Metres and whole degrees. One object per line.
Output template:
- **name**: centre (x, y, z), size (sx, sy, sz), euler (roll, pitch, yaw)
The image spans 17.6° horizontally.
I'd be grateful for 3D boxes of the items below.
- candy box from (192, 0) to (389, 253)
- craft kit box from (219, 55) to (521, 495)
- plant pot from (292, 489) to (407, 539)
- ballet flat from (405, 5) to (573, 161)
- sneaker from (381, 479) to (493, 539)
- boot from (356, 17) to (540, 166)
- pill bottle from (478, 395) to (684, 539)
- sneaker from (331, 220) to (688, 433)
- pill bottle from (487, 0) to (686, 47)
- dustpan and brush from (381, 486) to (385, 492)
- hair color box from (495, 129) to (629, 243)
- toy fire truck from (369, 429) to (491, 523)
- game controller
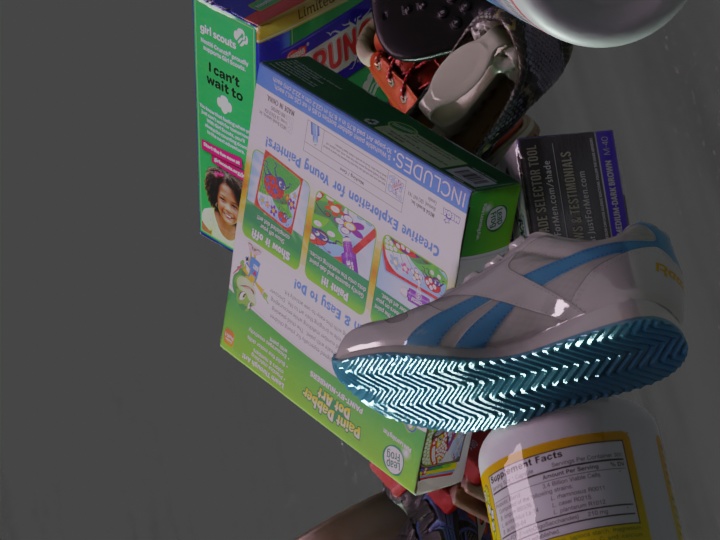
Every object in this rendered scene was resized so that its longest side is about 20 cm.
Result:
- **candy box**: centre (-0.037, -0.129, 1.668), size (0.077, 0.169, 0.201), euler (26, 132, 35)
- **craft kit box**: centre (0.000, 0.000, 1.388), size (0.200, 0.048, 0.198), euler (35, 122, 41)
- **plant pot**: centre (0.045, 0.249, 1.621), size (0.174, 0.199, 0.200), euler (64, 165, 14)
- **ballet flat**: centre (0.047, -0.084, 1.401), size (0.201, 0.072, 0.072), euler (-52, 33, 26)
- **sneaker**: centre (0.066, 0.166, 1.502), size (0.075, 0.078, 0.201), euler (128, 143, -50)
- **boot**: centre (0.049, -0.112, 1.506), size (0.107, 0.075, 0.200), euler (50, -179, -21)
- **pill bottle**: centre (0.124, 0.140, 1.283), size (0.104, 0.104, 0.201), euler (108, 154, -67)
- **sneaker**: centre (0.080, 0.030, 1.255), size (0.077, 0.199, 0.081), euler (56, -150, -45)
- **pill bottle**: centre (0.100, -0.182, 1.195), size (0.200, 0.108, 0.109), euler (-129, 34, -71)
- **dustpan and brush**: centre (0.056, 0.092, 1.630), size (0.200, 0.057, 0.140), euler (-51, 43, 21)
- **hair color box**: centre (0.108, -0.004, 1.393), size (0.200, 0.064, 0.110), euler (121, 142, -77)
- **toy fire truck**: centre (0.082, 0.139, 1.455), size (0.141, 0.200, 0.049), euler (48, 127, 8)
- **game controller**: centre (0.048, -0.233, 1.479), size (0.042, 0.104, 0.201), euler (32, -132, -71)
